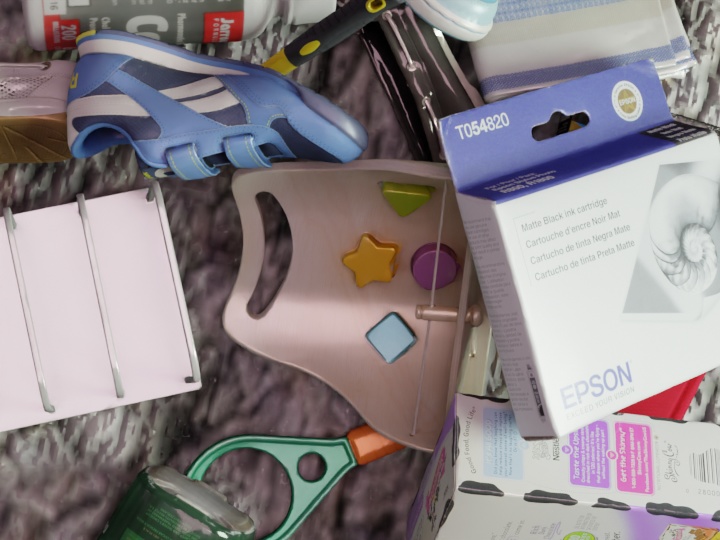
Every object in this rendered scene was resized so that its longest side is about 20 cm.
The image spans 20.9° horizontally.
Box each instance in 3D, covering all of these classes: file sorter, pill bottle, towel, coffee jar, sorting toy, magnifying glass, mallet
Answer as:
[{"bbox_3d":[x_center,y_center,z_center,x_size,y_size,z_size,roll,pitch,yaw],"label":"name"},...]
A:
[{"bbox_3d":[-0.210,0.028,1.233,0.200,0.125,0.139,-12,88,-7],"label":"file sorter"},{"bbox_3d":[-0.119,-0.203,1.262,0.200,0.114,0.114,-4,87,-7],"label":"pill bottle"},{"bbox_3d":[0.130,-0.208,1.315,0.147,0.024,0.200,-11,70,-7],"label":"towel"},{"bbox_3d":[-0.151,0.226,1.232,0.085,0.104,0.200,31,90,3],"label":"coffee jar"},{"bbox_3d":[0.000,0.000,1.268,0.180,0.107,0.200,9,115,5],"label":"sorting toy"},{"bbox_3d":[-0.025,0.128,1.303,0.200,0.022,0.080,-22,90,-9],"label":"magnifying glass"},{"bbox_3d":[-0.055,-0.140,1.242,0.066,0.200,0.041,43,40,-12],"label":"mallet"}]

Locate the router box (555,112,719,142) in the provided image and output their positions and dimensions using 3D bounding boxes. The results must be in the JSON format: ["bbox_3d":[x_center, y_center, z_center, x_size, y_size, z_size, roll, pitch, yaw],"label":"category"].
[{"bbox_3d":[0.219,-0.026,1.326,0.200,0.051,0.149,15,88,-6],"label":"router box"}]

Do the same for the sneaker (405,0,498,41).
[{"bbox_3d":[0.062,-0.255,1.248,0.079,0.131,0.200,3,54,-42],"label":"sneaker"}]

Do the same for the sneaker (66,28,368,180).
[{"bbox_3d":[-0.092,-0.088,1.208,0.200,0.074,0.082,14,78,17],"label":"sneaker"}]

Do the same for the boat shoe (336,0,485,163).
[{"bbox_3d":[0.024,-0.146,1.302,0.057,0.067,0.200,-33,95,-12],"label":"boat shoe"}]

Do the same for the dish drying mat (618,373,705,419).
[{"bbox_3d":[0.190,0.067,1.295,0.077,0.018,0.200,24,102,-7],"label":"dish drying mat"}]

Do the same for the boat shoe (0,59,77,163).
[{"bbox_3d":[-0.276,-0.110,1.267,0.200,0.071,0.069,2,60,0],"label":"boat shoe"}]

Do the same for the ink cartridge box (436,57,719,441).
[{"bbox_3d":[0.153,-0.020,1.194,0.199,0.041,0.200,-20,96,-37],"label":"ink cartridge box"}]

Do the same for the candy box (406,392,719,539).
[{"bbox_3d":[0.139,0.159,1.244,0.200,0.168,0.072,7,55,-7],"label":"candy box"}]
